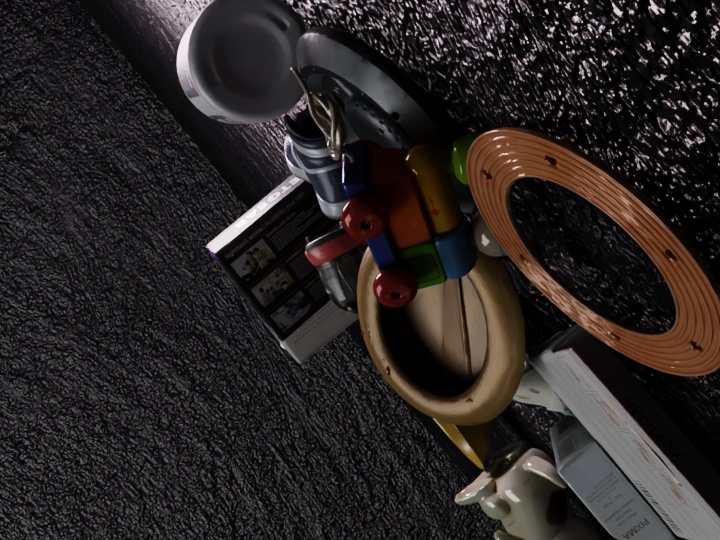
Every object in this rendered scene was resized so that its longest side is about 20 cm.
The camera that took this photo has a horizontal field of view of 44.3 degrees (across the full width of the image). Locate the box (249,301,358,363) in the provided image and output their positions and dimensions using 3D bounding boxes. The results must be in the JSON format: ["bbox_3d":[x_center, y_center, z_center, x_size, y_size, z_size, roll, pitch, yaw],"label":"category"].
[{"bbox_3d":[-0.097,0.032,1.604,0.131,0.199,0.199,56,171,-26],"label":"box"}]

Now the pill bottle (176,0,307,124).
[{"bbox_3d":[-0.125,-0.210,0.897,0.120,0.119,0.200,53,173,-17],"label":"pill bottle"}]

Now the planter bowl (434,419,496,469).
[{"bbox_3d":[0.152,0.200,1.361,0.201,0.083,0.201,49,172,9],"label":"planter bowl"}]

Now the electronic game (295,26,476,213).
[{"bbox_3d":[0.022,-0.120,0.734,0.200,0.042,0.200,42,170,9],"label":"electronic game"}]

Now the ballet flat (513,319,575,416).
[{"bbox_3d":[0.153,0.085,0.851,0.200,0.074,0.074,47,172,25],"label":"ballet flat"}]

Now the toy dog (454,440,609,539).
[{"bbox_3d":[0.275,0.358,1.300,0.201,0.139,0.194,52,136,1],"label":"toy dog"}]

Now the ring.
[{"bbox_3d":[0.144,-0.012,0.546,0.200,0.019,0.201,44,166,13],"label":"ring"}]

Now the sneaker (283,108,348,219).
[{"bbox_3d":[-0.049,-0.146,0.960,0.200,0.070,0.109,-123,10,-55],"label":"sneaker"}]

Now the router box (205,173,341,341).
[{"bbox_3d":[-0.070,-0.033,1.114,0.150,0.200,0.051,55,169,-25],"label":"router box"}]

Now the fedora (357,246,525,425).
[{"bbox_3d":[0.085,0.038,0.804,0.199,0.082,0.203,19,120,36],"label":"fedora"}]

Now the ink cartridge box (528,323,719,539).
[{"bbox_3d":[0.227,0.129,0.699,0.200,0.045,0.176,50,174,7],"label":"ink cartridge box"}]

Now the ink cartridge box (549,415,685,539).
[{"bbox_3d":[0.263,0.236,0.848,0.201,0.047,0.160,52,-172,4],"label":"ink cartridge box"}]

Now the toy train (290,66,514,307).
[{"bbox_3d":[0.040,-0.072,0.627,0.085,0.115,0.201,-92,-17,-48],"label":"toy train"}]

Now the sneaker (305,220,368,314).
[{"bbox_3d":[0.000,0.000,0.987,0.099,0.070,0.200,67,-167,4],"label":"sneaker"}]
